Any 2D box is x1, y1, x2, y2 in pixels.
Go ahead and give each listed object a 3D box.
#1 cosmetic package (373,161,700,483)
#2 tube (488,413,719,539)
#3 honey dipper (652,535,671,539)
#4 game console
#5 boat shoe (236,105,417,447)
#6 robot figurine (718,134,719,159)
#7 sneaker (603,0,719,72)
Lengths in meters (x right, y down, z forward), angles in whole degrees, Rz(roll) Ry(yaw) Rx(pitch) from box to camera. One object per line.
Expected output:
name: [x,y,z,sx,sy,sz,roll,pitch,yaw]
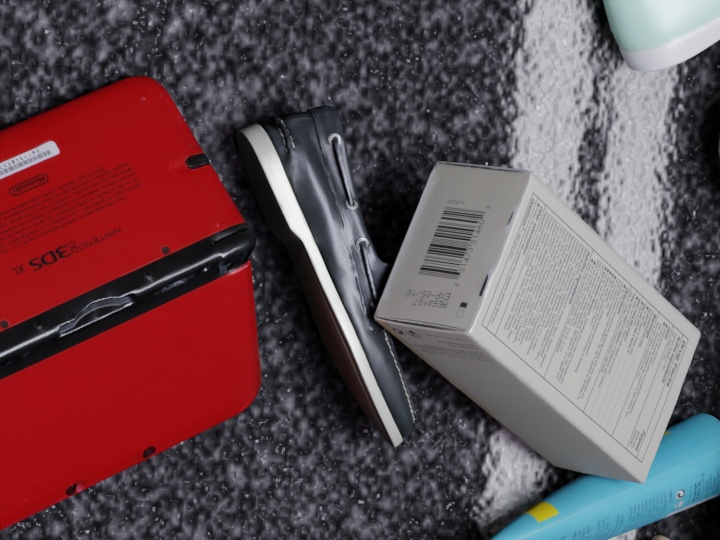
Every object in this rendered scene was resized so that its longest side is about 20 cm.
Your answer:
cosmetic package: [0.103,0.031,1.686,0.200,0.073,0.104,42,65,-45]
tube: [0.133,0.143,1.761,0.200,0.078,0.050,-22,68,-28]
honey dipper: [0.128,0.244,1.783,0.200,0.038,0.038,-48,114,-13]
game console: [-0.165,0.019,1.610,0.200,0.119,0.173,-25,75,-25]
boat shoe: [-0.001,0.000,1.666,0.066,0.074,0.200,-27,98,-11]
robot figurine: [0.292,-0.097,1.793,0.200,0.113,0.170,-52,133,-15]
sneaker: [0.221,-0.215,1.761,0.200,0.074,0.118,-34,116,-19]
